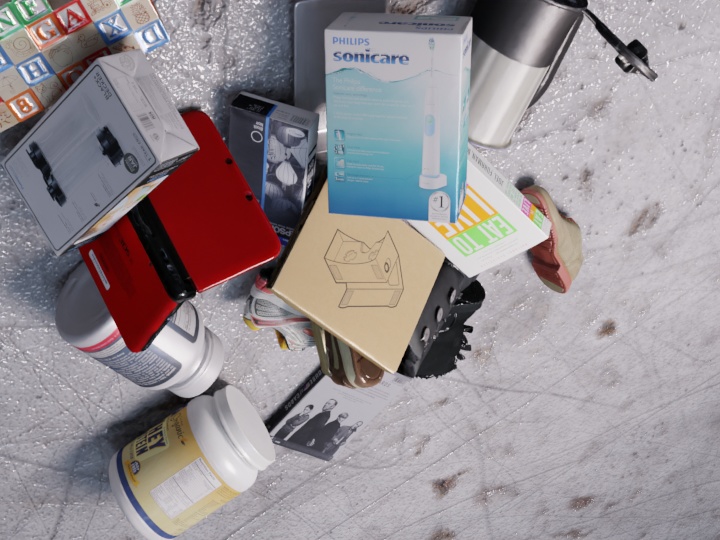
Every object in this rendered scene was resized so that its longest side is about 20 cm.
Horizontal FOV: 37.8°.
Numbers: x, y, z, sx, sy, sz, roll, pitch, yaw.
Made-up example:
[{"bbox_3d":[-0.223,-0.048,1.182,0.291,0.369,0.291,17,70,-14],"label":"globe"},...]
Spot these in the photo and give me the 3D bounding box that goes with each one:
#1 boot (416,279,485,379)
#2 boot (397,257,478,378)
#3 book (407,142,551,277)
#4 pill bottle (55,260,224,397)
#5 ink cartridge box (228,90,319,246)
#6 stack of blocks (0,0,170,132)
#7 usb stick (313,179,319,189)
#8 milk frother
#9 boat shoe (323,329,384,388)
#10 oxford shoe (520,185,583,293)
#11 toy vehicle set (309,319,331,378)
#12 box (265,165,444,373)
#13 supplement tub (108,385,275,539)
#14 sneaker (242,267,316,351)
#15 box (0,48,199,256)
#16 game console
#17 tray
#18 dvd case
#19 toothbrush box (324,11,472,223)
[{"bbox_3d":[0.078,0.084,1.504,0.195,0.074,0.164,-2,137,-24],"label":"boot"},{"bbox_3d":[0.085,0.014,1.355,0.201,0.065,0.167,-50,137,-31],"label":"boot"},{"bbox_3d":[0.115,-0.087,1.252,0.199,0.049,0.133,39,140,-24],"label":"book"},{"bbox_3d":[-0.258,0.074,1.270,0.119,0.120,0.200,-37,137,9],"label":"pill bottle"},{"bbox_3d":[-0.104,-0.100,1.210,0.098,0.039,0.202,16,132,11],"label":"ink cartridge box"},{"bbox_3d":[-0.297,-0.231,1.003,0.197,0.059,0.116,-28,138,-2],"label":"stack of blocks"},{"bbox_3d":[0.011,-0.100,1.301,0.196,0.057,0.033,-14,173,-15],"label":"usb stick"},{"bbox_3d":[0.204,-0.218,1.184,0.178,0.201,0.190,2,131,-34],"label":"milk frother"},{"bbox_3d":[-0.023,0.042,1.287,0.074,0.207,0.074,6,167,-43],"label":"boat shoe"},{"bbox_3d":[0.270,-0.058,1.486,0.075,0.070,0.201,-47,140,-19],"label":"oxford shoe"},{"bbox_3d":[-0.012,0.023,1.347,0.123,0.026,0.204,-23,114,-24],"label":"toy vehicle set"},{"bbox_3d":[0.000,0.000,1.231,0.199,0.021,0.166,36,71,-29],"label":"box"},{"bbox_3d":[-0.230,0.263,1.448,0.198,0.145,0.145,-34,138,5],"label":"supplement tub"},{"bbox_3d":[-0.073,0.068,1.393,0.198,0.078,0.083,27,101,-33],"label":"sneaker"},{"bbox_3d":[-0.261,-0.113,1.040,0.199,0.118,0.060,-34,179,37],"label":"box"},{"bbox_3d":[-0.209,-0.043,1.137,0.118,0.202,0.172,-8,150,-48],"label":"game console"},{"bbox_3d":[-0.028,-0.223,1.185,0.105,0.022,0.202,-14,135,-18],"label":"tray"},{"bbox_3d":[-0.036,0.201,1.583,0.149,0.025,0.200,27,113,-42],"label":"dvd case"},{"bbox_3d":[0.041,-0.163,1.114,0.143,0.086,0.204,4,116,12],"label":"toothbrush box"}]
